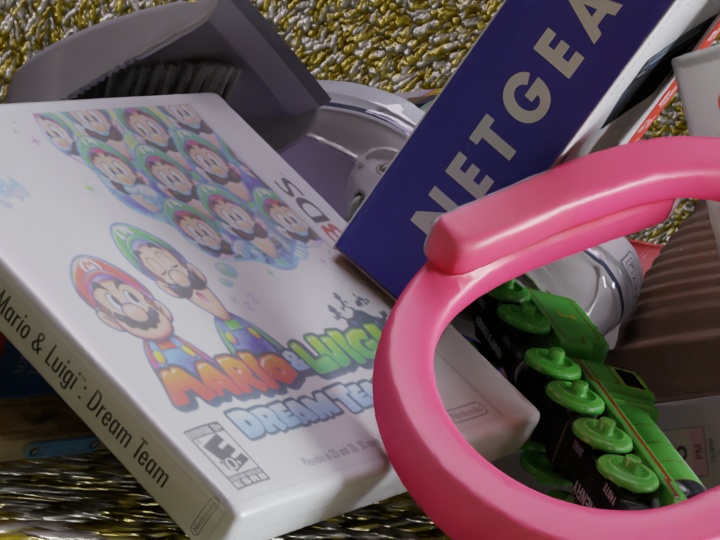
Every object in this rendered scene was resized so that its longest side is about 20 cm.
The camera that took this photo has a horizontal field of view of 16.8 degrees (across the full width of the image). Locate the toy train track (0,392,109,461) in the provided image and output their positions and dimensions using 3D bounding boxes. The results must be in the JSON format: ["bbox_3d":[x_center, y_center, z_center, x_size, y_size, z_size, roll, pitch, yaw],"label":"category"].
[{"bbox_3d":[-0.074,0.057,0.801,0.199,0.033,0.114,-2,31,-48],"label":"toy train track"}]

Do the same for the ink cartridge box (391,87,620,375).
[{"bbox_3d":[0.040,-0.010,1.225,0.084,0.146,0.200,-34,14,-19],"label":"ink cartridge box"}]

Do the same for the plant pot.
[{"bbox_3d":[0.199,0.011,1.053,0.199,0.094,0.201,-2,-7,0],"label":"plant pot"}]

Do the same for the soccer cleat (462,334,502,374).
[{"bbox_3d":[0.000,0.000,1.111,0.199,0.073,0.068,31,-22,38],"label":"soccer cleat"}]

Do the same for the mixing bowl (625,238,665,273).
[{"bbox_3d":[0.173,0.042,1.351,0.198,0.109,0.200,9,3,0],"label":"mixing bowl"}]

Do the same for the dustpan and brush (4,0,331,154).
[{"bbox_3d":[-0.121,-0.047,0.985,0.198,0.058,0.140,-9,-18,13],"label":"dustpan and brush"}]

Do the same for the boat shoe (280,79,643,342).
[{"bbox_3d":[0.021,-0.021,1.038,0.199,0.074,0.067,23,44,25],"label":"boat shoe"}]

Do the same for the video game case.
[{"bbox_3d":[-0.049,0.008,0.815,0.182,0.024,0.199,45,25,19],"label":"video game case"}]

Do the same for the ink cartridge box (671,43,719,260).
[{"bbox_3d":[0.209,0.000,0.888,0.145,0.202,0.085,-15,-6,18],"label":"ink cartridge box"}]

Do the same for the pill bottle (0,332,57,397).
[{"bbox_3d":[-0.140,0.001,0.909,0.198,0.113,0.112,8,3,-28],"label":"pill bottle"}]

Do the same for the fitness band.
[{"bbox_3d":[0.097,0.029,0.802,0.199,0.144,0.038,-21,-26,-28],"label":"fitness band"}]

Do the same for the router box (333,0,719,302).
[{"bbox_3d":[0.092,-0.087,0.899,0.049,0.201,0.179,40,27,8],"label":"router box"}]

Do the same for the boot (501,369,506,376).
[{"bbox_3d":[-0.024,0.046,1.164,0.199,0.074,0.075,14,31,31],"label":"boot"}]

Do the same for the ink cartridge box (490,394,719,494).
[{"bbox_3d":[0.104,0.084,1.037,0.199,0.058,0.162,-13,-10,31],"label":"ink cartridge box"}]

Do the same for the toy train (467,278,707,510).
[{"bbox_3d":[0.083,0.055,0.897,0.056,0.042,0.200,14,18,-18],"label":"toy train"}]
